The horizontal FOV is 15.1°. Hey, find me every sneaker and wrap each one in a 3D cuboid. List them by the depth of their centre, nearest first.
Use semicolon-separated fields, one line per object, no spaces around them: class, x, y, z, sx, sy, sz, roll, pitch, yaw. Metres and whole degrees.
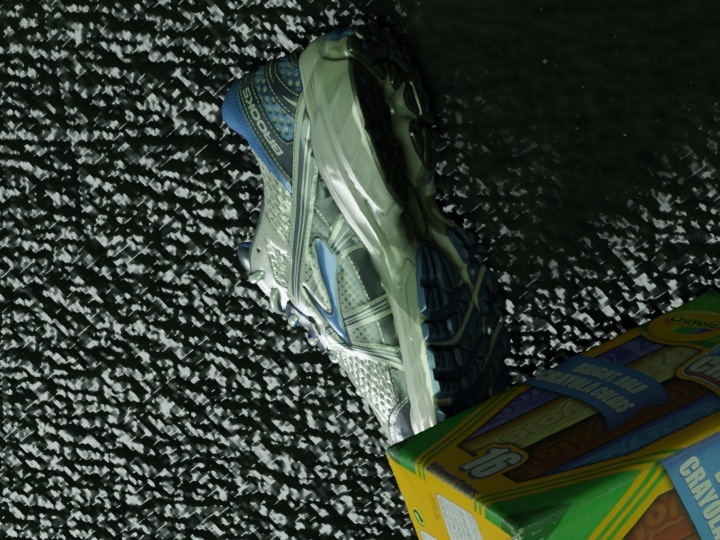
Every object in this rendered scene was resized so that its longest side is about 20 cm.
sneaker;0.000;0.000;1.102;0.085;0.077;0.200;-9;105;30

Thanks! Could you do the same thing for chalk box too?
chalk box;0.136;0.093;1.048;0.200;0.124;0.125;-25;110;-15
